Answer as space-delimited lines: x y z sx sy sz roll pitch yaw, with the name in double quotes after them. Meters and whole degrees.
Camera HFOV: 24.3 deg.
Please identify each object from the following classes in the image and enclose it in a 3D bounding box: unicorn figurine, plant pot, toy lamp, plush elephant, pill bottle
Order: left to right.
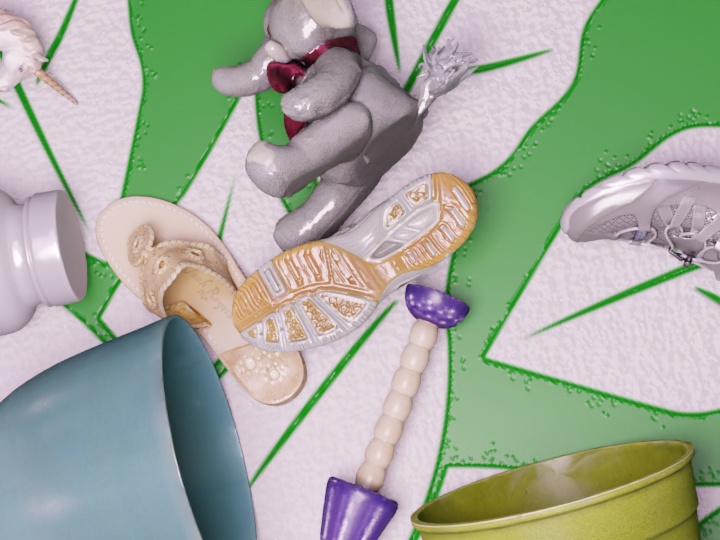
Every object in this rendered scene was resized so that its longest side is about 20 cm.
-0.335 -0.184 1.300 0.137 0.074 0.201 -33 73 -12 "unicorn figurine"
-0.311 0.000 1.248 0.198 0.112 0.113 -11 79 3 "pill bottle"
-0.178 0.149 1.171 0.159 0.201 0.203 -15 79 7 "plant pot"
-0.035 -0.140 1.227 0.200 0.165 0.155 -42 70 -2 "plush elephant"
0.021 0.112 1.227 0.058 0.058 0.202 20 80 8 "toy lamp"
0.152 0.237 1.136 0.198 0.200 0.195 -14 90 3 "plant pot"

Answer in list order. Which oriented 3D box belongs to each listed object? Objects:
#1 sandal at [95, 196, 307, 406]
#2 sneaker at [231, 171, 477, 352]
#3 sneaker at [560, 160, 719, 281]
-0.122 0.013 1.249 0.078 0.070 0.212 -44 79 -3 "sandal"
0.000 0.000 1.233 0.199 0.088 0.076 -28 88 2 "sneaker"
0.246 -0.033 1.219 0.198 0.075 0.083 -5 78 4 "sneaker"
